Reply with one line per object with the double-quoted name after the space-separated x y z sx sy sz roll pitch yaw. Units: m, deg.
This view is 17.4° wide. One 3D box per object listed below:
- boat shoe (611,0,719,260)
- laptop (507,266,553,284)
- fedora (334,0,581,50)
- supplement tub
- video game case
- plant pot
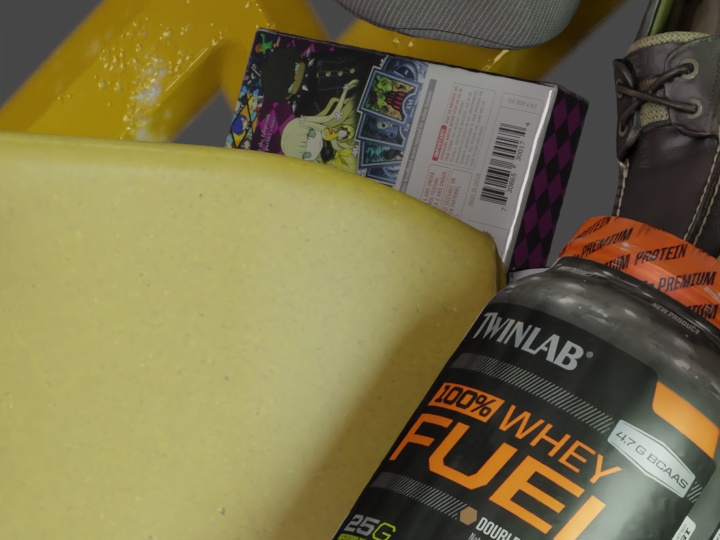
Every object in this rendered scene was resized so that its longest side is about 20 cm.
0.129 -0.071 0.935 0.073 0.065 0.201 -14 45 41 "boat shoe"
0.136 0.071 0.916 0.198 0.103 0.179 -4 77 23 "laptop"
0.040 -0.158 1.027 0.199 0.177 0.091 28 128 23 "fedora"
0.065 0.089 0.818 0.122 0.123 0.201 22 71 38 "supplement tub"
0.000 0.000 1.078 0.180 0.036 0.202 14 89 38 "video game case"
-0.038 0.056 0.951 0.198 0.196 0.196 -1 79 2 "plant pot"
